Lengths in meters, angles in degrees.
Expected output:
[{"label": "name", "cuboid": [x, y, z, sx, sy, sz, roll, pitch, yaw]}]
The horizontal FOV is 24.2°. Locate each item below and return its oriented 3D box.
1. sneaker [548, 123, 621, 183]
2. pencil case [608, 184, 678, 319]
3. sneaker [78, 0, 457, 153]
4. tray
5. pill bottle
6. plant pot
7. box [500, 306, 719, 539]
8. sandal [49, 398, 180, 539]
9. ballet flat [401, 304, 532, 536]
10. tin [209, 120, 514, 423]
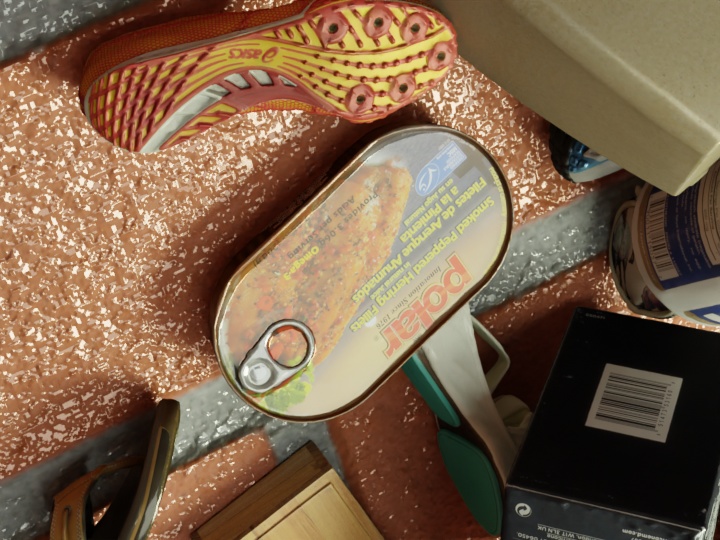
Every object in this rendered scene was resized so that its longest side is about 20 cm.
[{"label": "sneaker", "cuboid": [0.204, -0.112, 1.021, 0.200, 0.075, 0.087, -40, 134, -3]}, {"label": "pencil case", "cuboid": [0.262, -0.032, 1.092, 0.199, 0.078, 0.090, -16, 137, -20]}, {"label": "sneaker", "cuboid": [-0.048, -0.114, 0.867, 0.198, 0.077, 0.074, -7, 121, -10]}, {"label": "tray", "cuboid": [-0.019, 0.211, 1.100, 0.098, 0.037, 0.200, -37, 129, -5]}, {"label": "pill bottle", "cuboid": [0.240, -0.032, 0.934, 0.110, 0.200, 0.112, 2, 83, -16]}, {"label": "plant pot", "cuboid": [0.156, -0.153, 0.845, 0.200, 0.177, 0.200, -41, 172, -2]}, {"label": "box", "cuboid": [0.160, 0.165, 1.052, 0.122, 0.200, 0.200, 10, 123, 15]}, {"label": "sandal", "cuboid": [-0.164, 0.159, 0.979, 0.054, 0.082, 0.201, 29, 109, -15]}, {"label": "ballet flat", "cuboid": [0.076, 0.088, 1.069, 0.069, 0.069, 0.201, -33, 124, -9]}, {"label": "tin", "cuboid": [0.000, 0.000, 0.970, 0.200, 0.042, 0.112, -43, 104, -1]}]
